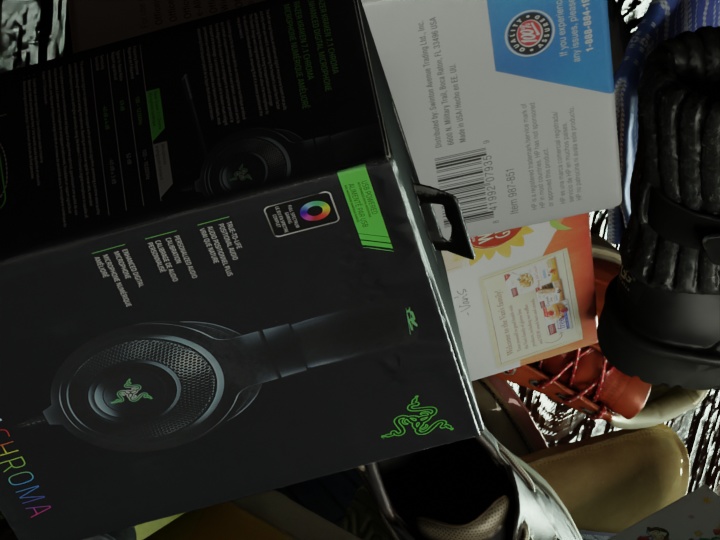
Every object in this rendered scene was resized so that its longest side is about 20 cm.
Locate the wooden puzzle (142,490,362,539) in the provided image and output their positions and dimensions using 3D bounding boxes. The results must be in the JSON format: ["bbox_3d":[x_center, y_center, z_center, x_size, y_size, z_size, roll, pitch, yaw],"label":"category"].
[{"bbox_3d":[-0.084,0.153,1.156,0.199,0.185,0.037,-27,110,-21],"label":"wooden puzzle"}]

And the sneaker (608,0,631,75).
[{"bbox_3d":[0.054,-0.105,1.174,0.115,0.075,0.200,-26,151,6],"label":"sneaker"}]

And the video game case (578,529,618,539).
[{"bbox_3d":[0.074,0.187,1.292,0.200,0.019,0.143,13,112,-52],"label":"video game case"}]

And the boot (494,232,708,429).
[{"bbox_3d":[0.090,0.027,1.300,0.199,0.107,0.075,5,124,-45],"label":"boot"}]

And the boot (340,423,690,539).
[{"bbox_3d":[0.057,0.157,1.311,0.199,0.066,0.176,-5,136,-47],"label":"boot"}]

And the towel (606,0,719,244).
[{"bbox_3d":[0.163,-0.119,1.212,0.201,0.024,0.145,-58,160,-25],"label":"towel"}]

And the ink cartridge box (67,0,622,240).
[{"bbox_3d":[-0.006,-0.080,1.052,0.199,0.084,0.146,-12,140,-1],"label":"ink cartridge box"}]

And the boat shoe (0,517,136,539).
[{"bbox_3d":[-0.180,0.148,1.139,0.199,0.057,0.069,-19,120,15],"label":"boat shoe"}]

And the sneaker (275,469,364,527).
[{"bbox_3d":[-0.020,0.137,1.333,0.082,0.074,0.200,5,129,-49],"label":"sneaker"}]

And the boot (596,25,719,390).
[{"bbox_3d":[0.209,-0.024,1.156,0.210,0.080,0.159,-1,128,-14],"label":"boot"}]

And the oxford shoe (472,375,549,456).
[{"bbox_3d":[0.057,0.121,1.392,0.075,0.070,0.201,-29,142,-17],"label":"oxford shoe"}]

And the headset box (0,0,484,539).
[{"bbox_3d":[-0.058,0.001,0.994,0.199,0.093,0.175,-15,141,3],"label":"headset box"}]

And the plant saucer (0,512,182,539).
[{"bbox_3d":[-0.152,0.159,1.255,0.199,0.031,0.201,-26,141,-23],"label":"plant saucer"}]

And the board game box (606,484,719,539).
[{"bbox_3d":[0.104,0.209,1.277,0.199,0.064,0.148,-26,140,-33],"label":"board game box"}]

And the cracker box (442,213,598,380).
[{"bbox_3d":[0.000,0.000,1.172,0.199,0.058,0.134,-17,141,-5],"label":"cracker box"}]

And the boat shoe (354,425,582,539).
[{"bbox_3d":[0.040,0.103,1.145,0.074,0.073,0.200,-34,110,9],"label":"boat shoe"}]
